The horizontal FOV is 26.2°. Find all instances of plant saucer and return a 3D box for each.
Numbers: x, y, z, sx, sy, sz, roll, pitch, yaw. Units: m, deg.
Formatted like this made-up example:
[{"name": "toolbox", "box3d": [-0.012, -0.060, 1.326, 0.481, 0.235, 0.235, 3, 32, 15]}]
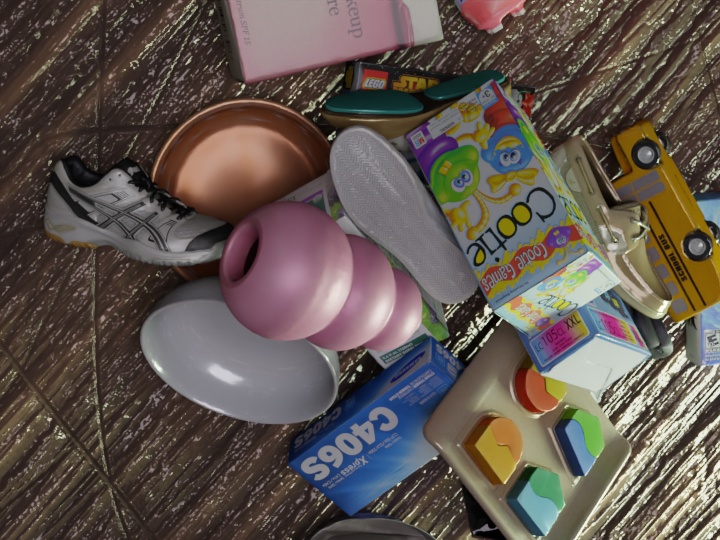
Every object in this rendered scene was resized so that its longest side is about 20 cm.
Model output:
[{"name": "plant saucer", "box3d": [-0.114, -0.072, 1.539, 0.200, 0.037, 0.201, -2, 100, -11]}]

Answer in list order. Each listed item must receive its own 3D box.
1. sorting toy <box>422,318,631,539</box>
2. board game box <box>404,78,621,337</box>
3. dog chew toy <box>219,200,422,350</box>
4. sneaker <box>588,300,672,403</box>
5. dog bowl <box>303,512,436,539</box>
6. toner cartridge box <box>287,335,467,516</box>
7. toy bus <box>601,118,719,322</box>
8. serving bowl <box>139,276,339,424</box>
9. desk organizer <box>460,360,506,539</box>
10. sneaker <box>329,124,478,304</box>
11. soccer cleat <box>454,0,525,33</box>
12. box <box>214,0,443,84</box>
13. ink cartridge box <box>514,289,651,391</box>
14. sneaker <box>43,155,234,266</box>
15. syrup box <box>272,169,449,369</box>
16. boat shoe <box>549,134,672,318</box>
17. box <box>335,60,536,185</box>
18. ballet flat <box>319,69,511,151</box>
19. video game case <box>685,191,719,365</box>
[{"name": "sorting toy", "box3d": [0.172, 0.166, 1.521, 0.200, 0.036, 0.185, 50, 57, -16]}, {"name": "board game box", "box3d": [0.141, -0.057, 1.437, 0.103, 0.105, 0.200, -32, 63, 14]}, {"name": "dog chew toy", "box3d": [-0.027, 0.016, 1.391, 0.200, 0.124, 0.125, 22, 95, -33]}, {"name": "sneaker", "box3d": [0.264, 0.101, 1.629, 0.114, 0.075, 0.201, 9, 96, -11]}, {"name": "dog bowl", "box3d": [0.005, 0.347, 1.629, 0.199, 0.059, 0.201, -2, 101, -12]}, {"name": "toner cartridge box", "box3d": [0.029, 0.159, 1.562, 0.200, 0.043, 0.095, -39, 114, 24]}, {"name": "toy bus", "box3d": [0.313, -0.054, 1.596, 0.078, 0.065, 0.200, -29, 91, 25]}, {"name": "serving bowl", "box3d": [-0.111, 0.068, 1.510, 0.200, 0.200, 0.066, 28, 53, -15]}, {"name": "desk organizer", "box3d": [0.142, 0.193, 1.624, 0.077, 0.072, 0.201, -14, 102, -7]}, {"name": "sneaker", "box3d": [0.037, -0.067, 1.468, 0.074, 0.116, 0.200, -32, 112, 13]}, {"name": "soccer cleat", "box3d": [0.179, -0.318, 1.544, 0.200, 0.067, 0.077, -38, 101, 0]}, {"name": "box", "box3d": [-0.036, -0.263, 1.483, 0.199, 0.109, 0.128, -14, 102, -9]}, {"name": "ink cartridge box", "box3d": [0.190, 0.011, 1.532, 0.076, 0.200, 0.136, -38, 151, 21]}, {"name": "sneaker", "box3d": [-0.210, -0.060, 1.465, 0.199, 0.076, 0.088, 10, 106, 14]}, {"name": "syrup box", "box3d": [0.000, 0.000, 1.509, 0.079, 0.082, 0.200, -29, 130, 16]}, {"name": "boat shoe", "box3d": [0.255, -0.044, 1.549, 0.065, 0.072, 0.200, -38, 83, 25]}, {"name": "box", "box3d": [0.072, -0.130, 1.547, 0.200, 0.040, 0.137, 5, 99, -25]}, {"name": "ballet flat", "box3d": [0.057, -0.144, 1.482, 0.200, 0.069, 0.063, -12, 119, -20]}, {"name": "video game case", "box3d": [0.448, 0.001, 1.667, 0.199, 0.045, 0.182, -7, 100, -10]}]
